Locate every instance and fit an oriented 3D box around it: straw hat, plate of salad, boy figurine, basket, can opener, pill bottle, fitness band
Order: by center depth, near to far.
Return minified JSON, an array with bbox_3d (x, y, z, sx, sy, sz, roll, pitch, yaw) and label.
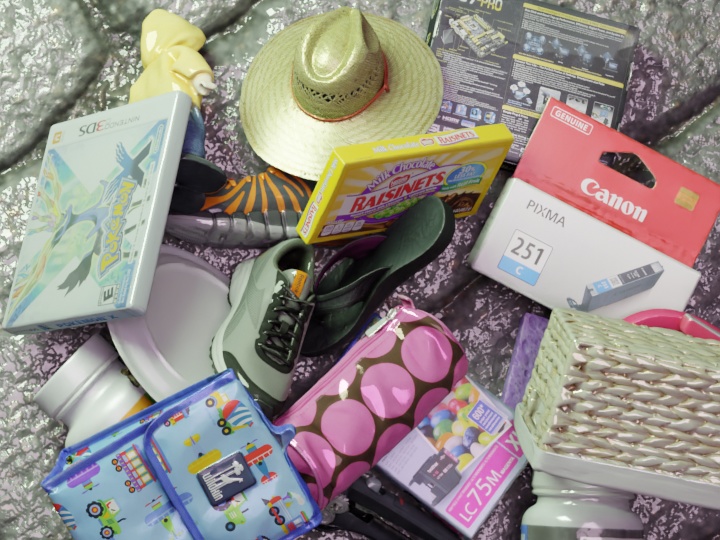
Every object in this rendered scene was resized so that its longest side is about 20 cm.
[{"bbox_3d":[0.247,0.118,1.663,0.198,0.136,0.125,13,101,-6],"label":"basket"},{"bbox_3d":[-0.150,0.065,1.681,0.048,0.200,0.200,-39,92,32],"label":"plate of salad"},{"bbox_3d":[-0.189,0.153,1.681,0.200,0.111,0.111,44,79,-3],"label":"pill bottle"},{"bbox_3d":[-0.169,-0.147,1.712,0.064,0.124,0.201,19,44,-31],"label":"boy figurine"},{"bbox_3d":[-0.020,-0.185,1.717,0.199,0.085,0.203,-2,56,3],"label":"straw hat"},{"bbox_3d":[0.020,0.223,1.727,0.199,0.079,0.064,29,118,-14],"label":"can opener"},{"bbox_3d":[0.200,0.273,1.735,0.112,0.114,0.202,4,83,-9],"label":"pill bottle"},{"bbox_3d":[0.299,0.121,1.753,0.199,0.037,0.144,33,102,-12],"label":"fitness band"}]

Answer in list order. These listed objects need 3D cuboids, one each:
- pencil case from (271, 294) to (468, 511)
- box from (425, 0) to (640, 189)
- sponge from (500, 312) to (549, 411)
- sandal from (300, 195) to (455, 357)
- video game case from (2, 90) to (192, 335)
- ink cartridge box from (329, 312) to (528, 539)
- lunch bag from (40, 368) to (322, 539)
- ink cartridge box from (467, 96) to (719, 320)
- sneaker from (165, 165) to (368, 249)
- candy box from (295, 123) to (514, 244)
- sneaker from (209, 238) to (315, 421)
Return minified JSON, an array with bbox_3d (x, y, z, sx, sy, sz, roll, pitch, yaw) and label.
[{"bbox_3d":[-0.001,0.116,1.667,0.200,0.090,0.094,-44,121,-26],"label":"pencil case"},{"bbox_3d":[0.153,-0.175,1.809,0.198,0.049,0.163,13,84,-8],"label":"box"},{"bbox_3d":[0.232,0.119,1.800,0.198,0.030,0.113,15,81,-7],"label":"sponge"},{"bbox_3d":[0.000,-0.001,1.717,0.048,0.076,0.200,29,119,-36],"label":"sandal"},{"bbox_3d":[-0.230,-0.048,1.654,0.022,0.181,0.202,27,64,-40],"label":"video game case"},{"bbox_3d":[0.057,0.139,1.748,0.199,0.042,0.120,37,81,8],"label":"ink cartridge box"},{"bbox_3d":[-0.137,0.180,1.581,0.199,0.094,0.151,-29,100,8],"label":"lunch bag"},{"bbox_3d":[0.225,-0.039,1.767,0.199,0.045,0.177,26,92,-5],"label":"ink cartridge box"},{"bbox_3d":[-0.089,-0.081,1.750,0.198,0.077,0.113,1,79,-21],"label":"sneaker"},{"bbox_3d":[0.042,-0.079,1.717,0.199,0.103,0.026,-11,51,-36],"label":"candy box"},{"bbox_3d":[-0.079,0.045,1.671,0.074,0.079,0.201,35,36,-26],"label":"sneaker"}]
